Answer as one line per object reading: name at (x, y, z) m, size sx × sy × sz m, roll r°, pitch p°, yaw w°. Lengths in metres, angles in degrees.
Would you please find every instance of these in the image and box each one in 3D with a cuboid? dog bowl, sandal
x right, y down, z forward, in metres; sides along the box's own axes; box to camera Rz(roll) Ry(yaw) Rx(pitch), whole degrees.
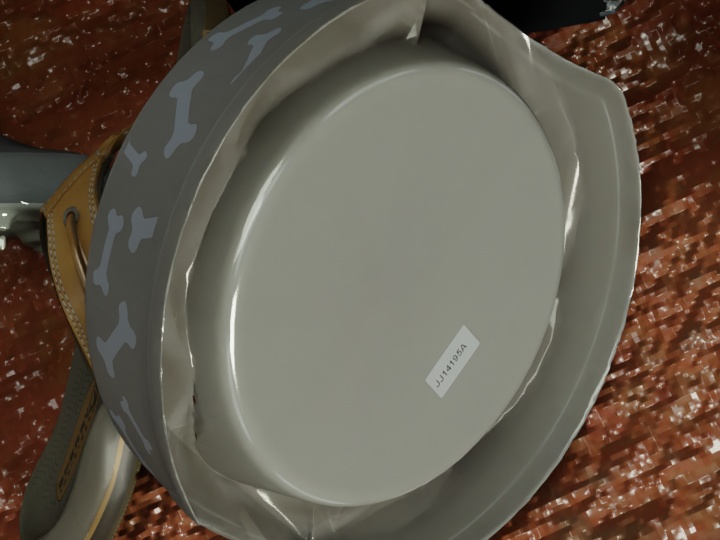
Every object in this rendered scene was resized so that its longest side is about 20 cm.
dog bowl at (0.000, 0.000, 0.797) m, size 0.059 × 0.200 × 0.200 m, roll 24°, pitch 83°, yaw 45°
sandal at (-0.085, 0.004, 0.837) m, size 0.054 × 0.082 × 0.200 m, roll 17°, pitch 108°, yaw -16°

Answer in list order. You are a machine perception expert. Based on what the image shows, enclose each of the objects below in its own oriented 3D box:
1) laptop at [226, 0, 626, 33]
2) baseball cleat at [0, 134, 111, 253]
laptop at (0.049, -0.150, 0.816) m, size 0.103 × 0.177 × 0.200 m, roll 27°, pitch 85°, yaw 11°
baseball cleat at (-0.180, -0.056, 0.888) m, size 0.199 × 0.070 × 0.107 m, roll 1°, pitch 80°, yaw 8°
